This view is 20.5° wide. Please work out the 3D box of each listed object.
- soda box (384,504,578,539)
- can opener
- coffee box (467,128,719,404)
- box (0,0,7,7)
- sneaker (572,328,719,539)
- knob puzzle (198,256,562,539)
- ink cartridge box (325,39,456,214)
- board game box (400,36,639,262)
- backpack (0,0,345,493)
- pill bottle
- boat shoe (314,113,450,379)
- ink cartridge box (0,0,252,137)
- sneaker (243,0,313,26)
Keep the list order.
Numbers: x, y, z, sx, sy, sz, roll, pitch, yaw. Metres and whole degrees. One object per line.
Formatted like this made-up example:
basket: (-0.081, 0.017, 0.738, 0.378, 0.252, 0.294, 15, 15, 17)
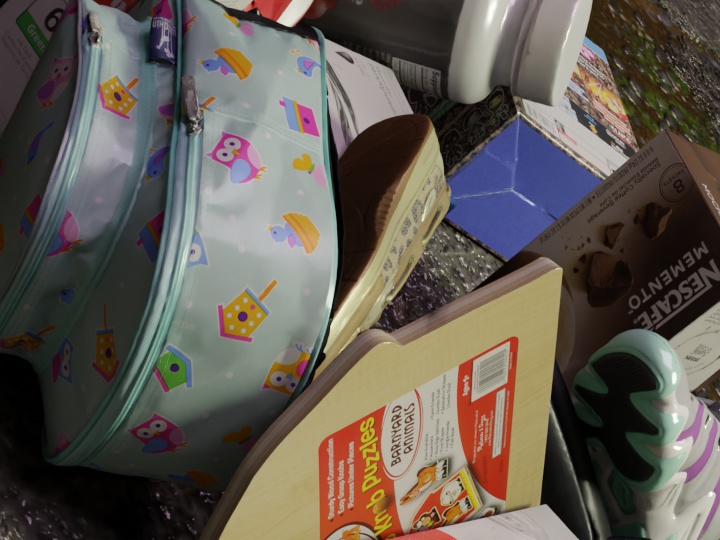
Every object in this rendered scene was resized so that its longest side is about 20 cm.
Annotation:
soda box: (0.024, 0.160, 0.872, 0.199, 0.069, 0.063, -5, 40, -44)
can opener: (0.116, 0.124, 1.084, 0.063, 0.078, 0.202, -61, 131, -72)
coffee box: (0.149, 0.028, 1.173, 0.080, 0.200, 0.114, 19, 39, -47)
box: (-0.156, -0.209, 0.987, 0.086, 0.200, 0.164, 55, 26, 7)
sneaker: (0.190, 0.084, 1.122, 0.139, 0.201, 0.078, -30, 53, -24)
knob puzzle: (-0.002, 0.096, 0.871, 0.219, 0.221, 0.030, 16, 21, -51)
ink cartridge box: (-0.044, -0.084, 1.161, 0.199, 0.067, 0.116, 18, 40, -49)
board game box: (0.111, -0.106, 1.415, 0.159, 0.097, 0.201, 33, 30, -33)
backpack: (-0.088, -0.010, 0.865, 0.152, 0.176, 0.201, 12, 43, -29)
pill bottle: (0.043, -0.172, 1.274, 0.198, 0.112, 0.111, 18, 23, 11)
boat shoe: (0.000, 0.000, 1.068, 0.201, 0.073, 0.063, -57, 132, -35)
ink cartridge box: (-0.109, -0.130, 0.956, 0.051, 0.200, 0.109, 54, 25, 10)
sneaker: (-0.082, -0.141, 1.051, 0.078, 0.116, 0.201, 16, 56, 10)
